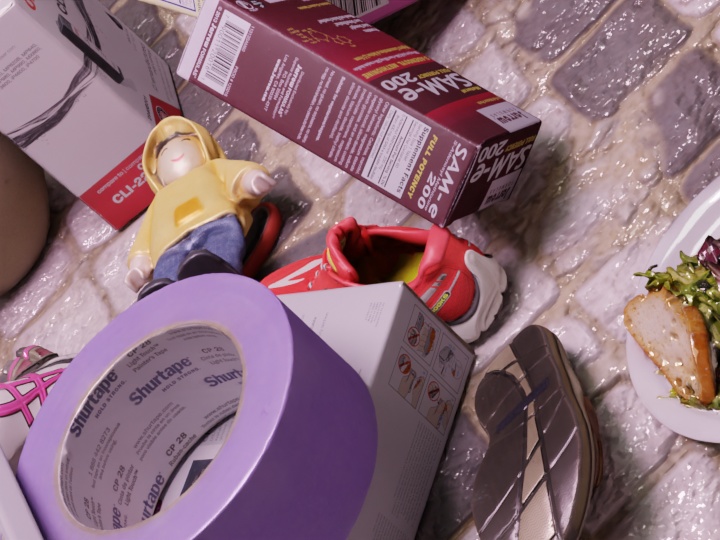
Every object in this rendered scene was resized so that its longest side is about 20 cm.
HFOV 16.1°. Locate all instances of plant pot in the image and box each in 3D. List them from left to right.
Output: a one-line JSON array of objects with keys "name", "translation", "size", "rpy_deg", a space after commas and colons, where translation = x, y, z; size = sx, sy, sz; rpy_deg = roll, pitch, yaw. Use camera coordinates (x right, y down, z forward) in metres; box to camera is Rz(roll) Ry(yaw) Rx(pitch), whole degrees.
[{"name": "plant pot", "translation": [-0.311, -0.050, 1.915], "size": [0.199, 0.134, 0.201], "rpy_deg": [-28, 41, 27]}]

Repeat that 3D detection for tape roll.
[{"name": "tape roll", "translation": [-0.093, 0.107, 1.429], "size": [0.199, 0.085, 0.201], "rpy_deg": [-25, 43, 26]}]

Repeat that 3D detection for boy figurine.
[{"name": "boy figurine", "translation": [-0.108, -0.037, 1.719], "size": [0.124, 0.064, 0.201], "rpy_deg": [-33, 32, 19]}]

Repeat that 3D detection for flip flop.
[{"name": "flip flop", "translation": [0.103, 0.101, 1.405], "size": [0.081, 0.058, 0.200], "rpy_deg": [-42, 20, 17]}]

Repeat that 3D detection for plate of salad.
[{"name": "plate of salad", "translation": [0.221, 0.000, 1.371], "size": [0.199, 0.048, 0.201], "rpy_deg": [-29, 39, 27]}]

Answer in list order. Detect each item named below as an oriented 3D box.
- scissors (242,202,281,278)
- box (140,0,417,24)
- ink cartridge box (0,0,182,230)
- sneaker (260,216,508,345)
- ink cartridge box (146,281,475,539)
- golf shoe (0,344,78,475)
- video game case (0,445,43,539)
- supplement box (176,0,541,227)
[{"name": "scissors", "translation": [-0.116, 0.038, 1.727], "size": [0.073, 0.014, 0.201], "rpy_deg": [5, 60, 48]}, {"name": "box", "translation": [-0.044, -0.241, 1.743], "size": [0.175, 0.097, 0.199], "rpy_deg": [-29, 36, -35]}, {"name": "ink cartridge box", "translation": [-0.222, -0.147, 1.853], "size": [0.084, 0.200, 0.145], "rpy_deg": [-38, 37, 15]}, {"name": "sneaker", "translation": [0.000, 0.000, 1.576], "size": [0.199, 0.085, 0.077], "rpy_deg": [-9, 50, 42]}, {"name": "ink cartridge box", "translation": [-0.047, 0.116, 1.514], "size": [0.175, 0.084, 0.201], "rpy_deg": [-5, 54, 40]}, {"name": "golf shoe", "translation": [-0.204, 0.102, 1.638], "size": [0.091, 0.073, 0.200], "rpy_deg": [4, 23, 16]}, {"name": "video game case", "translation": [-0.202, 0.216, 1.408], "size": [0.200, 0.022, 0.184], "rpy_deg": [-129, 46, -58]}, {"name": "supplement box", "translation": [0.000, -0.106, 1.564], "size": [0.199, 0.109, 0.061], "rpy_deg": [31, 112, 16]}]
